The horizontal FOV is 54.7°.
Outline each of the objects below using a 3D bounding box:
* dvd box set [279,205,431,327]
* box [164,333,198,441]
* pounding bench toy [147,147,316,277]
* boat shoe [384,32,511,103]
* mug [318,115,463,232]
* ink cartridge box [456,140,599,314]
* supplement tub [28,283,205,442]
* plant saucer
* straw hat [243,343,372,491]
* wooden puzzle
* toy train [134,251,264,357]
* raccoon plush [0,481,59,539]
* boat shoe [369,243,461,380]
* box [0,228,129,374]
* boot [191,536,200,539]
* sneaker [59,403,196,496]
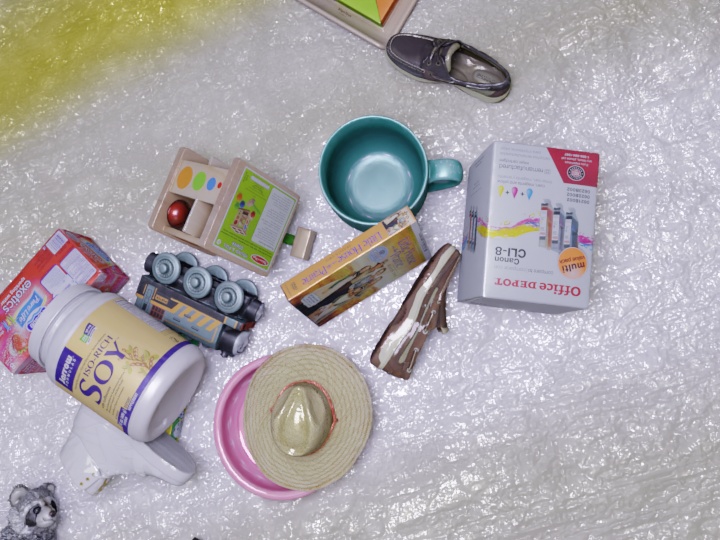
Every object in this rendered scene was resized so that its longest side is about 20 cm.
[{"bbox_3d":[0.000,0.000,0.962,0.198,0.146,0.030,-32,68,2],"label":"dvd box set"},{"bbox_3d":[-0.316,0.187,1.034,0.116,0.048,0.203,11,84,8],"label":"box"},{"bbox_3d":[-0.177,-0.073,1.013,0.155,0.199,0.126,17,83,40],"label":"pounding bench toy"},{"bbox_3d":[0.130,-0.309,1.019,0.197,0.065,0.074,19,83,6],"label":"boat shoe"},{"bbox_3d":[0.036,-0.121,0.987,0.184,0.114,0.153,32,88,9],"label":"mug"},{"bbox_3d":[0.219,-0.049,0.930,0.143,0.145,0.203,6,85,-4],"label":"ink cartridge box"},{"bbox_3d":[-0.329,0.121,0.946,0.198,0.145,0.147,30,88,9],"label":"supplement tub"},{"bbox_3d":[-0.110,0.222,1.001,0.197,0.051,0.204,-1,85,7],"label":"plant saucer"},{"bbox_3d":[-0.080,0.200,0.931,0.198,0.085,0.205,-1,84,8],"label":"straw hat"},{"bbox_3d":[0.013,-0.465,1.067,0.184,0.037,0.201,32,88,10],"label":"wooden puzzle"},{"bbox_3d":[-0.239,0.047,1.024,0.198,0.085,0.115,23,97,10],"label":"toy train"},{"bbox_3d":[-0.525,0.393,1.020,0.197,0.097,0.136,-16,74,6],"label":"raccoon plush"},{"bbox_3d":[0.094,0.062,0.987,0.074,0.075,0.204,32,96,-1],"label":"boat shoe"},{"bbox_3d":[-0.460,0.048,1.042,0.100,0.095,0.200,41,90,10],"label":"box"},{"bbox_3d":[-0.232,0.503,0.977,0.137,0.077,0.202,29,89,5],"label":"boot"},{"bbox_3d":[-0.329,0.272,0.974,0.198,0.074,0.117,28,91,17],"label":"sneaker"}]
